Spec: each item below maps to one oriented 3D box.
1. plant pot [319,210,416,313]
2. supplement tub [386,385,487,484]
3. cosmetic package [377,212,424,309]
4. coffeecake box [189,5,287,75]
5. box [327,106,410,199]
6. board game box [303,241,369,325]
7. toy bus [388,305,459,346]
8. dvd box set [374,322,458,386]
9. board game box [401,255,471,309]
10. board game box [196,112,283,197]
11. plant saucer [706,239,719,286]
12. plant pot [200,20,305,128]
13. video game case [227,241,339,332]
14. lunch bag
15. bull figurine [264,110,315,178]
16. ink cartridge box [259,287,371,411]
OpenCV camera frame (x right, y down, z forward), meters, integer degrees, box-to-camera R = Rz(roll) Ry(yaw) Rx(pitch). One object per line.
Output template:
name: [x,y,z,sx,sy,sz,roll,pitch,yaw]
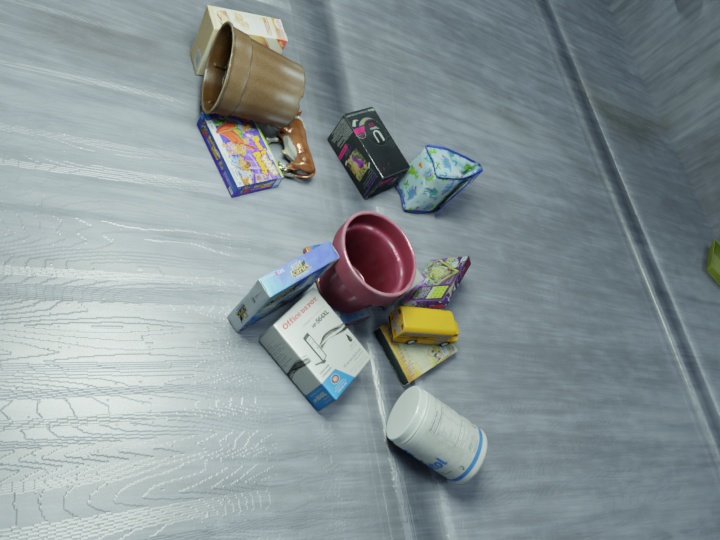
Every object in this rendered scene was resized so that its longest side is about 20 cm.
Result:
plant pot: [0.000,0.000,1.338,0.195,0.179,0.206,17,56,-27]
supplement tub: [0.168,0.360,1.309,0.197,0.132,0.134,34,50,-12]
cosmetic package: [0.053,-0.021,1.462,0.090,0.106,0.202,-34,88,-42]
coffeecake box: [-0.302,-0.555,1.484,0.195,0.153,0.075,-6,66,-36]
box: [0.022,-0.316,1.607,0.121,0.106,0.203,-27,82,-40]
board game box: [-0.057,0.031,1.413,0.101,0.019,0.205,-11,71,-40]
toy bus: [0.158,0.132,1.423,0.195,0.078,0.067,8,59,-32]
dvd box set: [0.139,0.173,1.461,0.197,0.029,0.149,-23,79,-41]
board game box: [0.195,0.030,1.516,0.201,0.117,0.033,-50,129,-45]
board game box: [-0.284,-0.283,1.416,0.132,0.045,0.204,-20,77,-40]
plant saucer: [1.521,0.002,2.510,0.200,0.048,0.201,45,49,-5]
plant pot: [-0.242,-0.432,1.381,0.193,0.199,0.206,12,58,-32]
video game case: [-0.158,0.034,1.232,0.198,0.181,0.046,-32,82,-41]
lunch bag: [0.222,-0.244,1.663,0.195,0.170,0.131,-3,65,-37]
bull figurine: [-0.175,-0.320,1.500,0.118,0.065,0.205,-8,64,-30]
ink cartridge box: [-0.095,0.164,1.268,0.201,0.084,0.146,49,48,-2]
